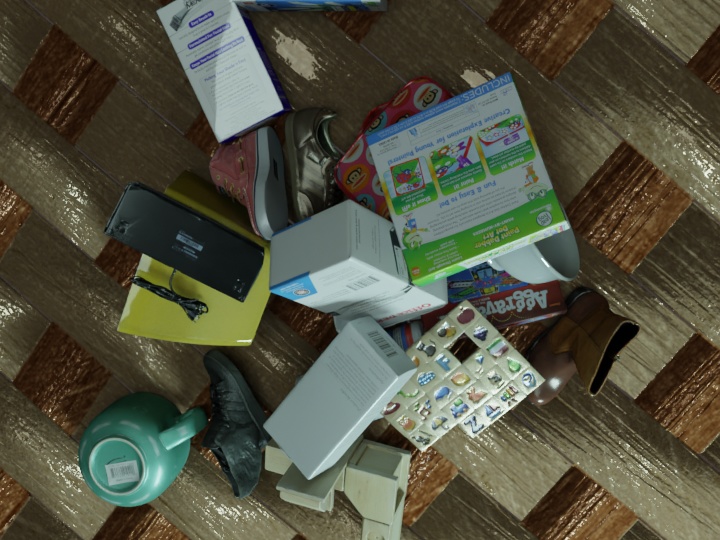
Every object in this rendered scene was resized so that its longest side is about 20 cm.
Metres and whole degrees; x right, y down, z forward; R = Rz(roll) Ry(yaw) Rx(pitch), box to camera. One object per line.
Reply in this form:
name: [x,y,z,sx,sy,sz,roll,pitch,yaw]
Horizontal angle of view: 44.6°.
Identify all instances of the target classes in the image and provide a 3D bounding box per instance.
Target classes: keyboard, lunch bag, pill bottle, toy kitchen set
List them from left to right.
keyboard: [-0.228,-0.015,1.111,0.198,0.021,0.128,28,93,-17]
toy kitchen set: [-0.051,0.348,1.260,0.197,0.163,0.183,12,114,16]
pill bottle: [0.012,0.156,1.253,0.198,0.112,0.114,-20,96,9]
lunch bag: [0.060,-0.158,1.182,0.200,0.082,0.176,-46,54,4]

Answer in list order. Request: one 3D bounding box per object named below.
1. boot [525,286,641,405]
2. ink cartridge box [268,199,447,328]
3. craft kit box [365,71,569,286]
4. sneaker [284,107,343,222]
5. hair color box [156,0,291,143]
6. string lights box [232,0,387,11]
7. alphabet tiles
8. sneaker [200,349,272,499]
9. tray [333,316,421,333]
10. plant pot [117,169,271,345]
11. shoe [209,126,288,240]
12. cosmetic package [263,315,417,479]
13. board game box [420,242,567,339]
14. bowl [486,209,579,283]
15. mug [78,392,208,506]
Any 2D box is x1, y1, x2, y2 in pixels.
boot: [0.292,0.127,1.166,0.068,0.200,0.189,33,100,-9]
ink cartridge box: [0.000,0.000,1.142,0.143,0.199,0.085,-20,59,36]
craft kit box: [0.127,-0.109,1.065,0.198,0.048,0.200,-21,72,16]
sneaker: [-0.054,-0.128,1.232,0.075,0.070,0.203,-9,96,20]
hair color box: [-0.189,-0.294,1.232,0.108,0.065,0.202,-24,97,11]
string lights box: [-0.065,-0.385,1.181,0.197,0.103,0.060,2,100,7]
alphabet tiles: [0.123,0.156,1.188,0.200,0.008,0.167,-41,108,16]
sneaker: [-0.197,0.225,1.293,0.104,0.060,0.201,-37,98,-30]
tray: [0.051,0.021,1.272,0.197,0.022,0.109,-11,97,9]
plant pot: [-0.207,-0.004,1.223,0.174,0.200,0.202,20,101,-8]
shoe: [-0.155,-0.111,1.208,0.090,0.202,0.072,-18,138,14]
cosmetic package: [-0.028,0.168,1.163,0.102,0.074,0.200,47,111,17]
board game box: [0.177,0.033,1.222,0.197,0.019,0.104,-14,72,-1]
bowl: [0.203,-0.062,1.167,0.090,0.201,0.203,-28,95,28]
mug: [-0.335,0.259,1.310,0.151,0.114,0.186,32,102,1]
